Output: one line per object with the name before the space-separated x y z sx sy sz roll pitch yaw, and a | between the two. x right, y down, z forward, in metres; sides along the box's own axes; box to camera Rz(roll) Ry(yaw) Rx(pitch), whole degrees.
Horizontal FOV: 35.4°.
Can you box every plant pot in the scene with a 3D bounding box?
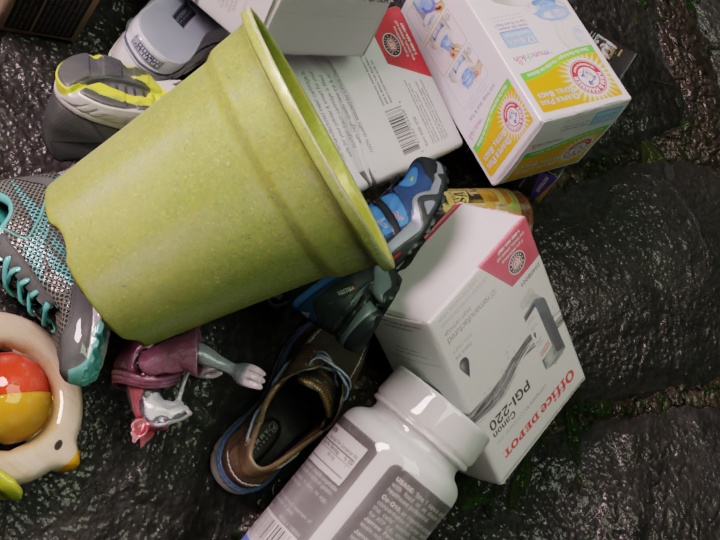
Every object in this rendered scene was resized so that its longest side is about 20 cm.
plant pot | -0.103 -0.046 0.771 0.184 0.200 0.201 -29 93 4

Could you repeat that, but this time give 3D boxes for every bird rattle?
bird rattle | -0.283 0.089 0.815 0.163 0.113 0.201 2 62 -42

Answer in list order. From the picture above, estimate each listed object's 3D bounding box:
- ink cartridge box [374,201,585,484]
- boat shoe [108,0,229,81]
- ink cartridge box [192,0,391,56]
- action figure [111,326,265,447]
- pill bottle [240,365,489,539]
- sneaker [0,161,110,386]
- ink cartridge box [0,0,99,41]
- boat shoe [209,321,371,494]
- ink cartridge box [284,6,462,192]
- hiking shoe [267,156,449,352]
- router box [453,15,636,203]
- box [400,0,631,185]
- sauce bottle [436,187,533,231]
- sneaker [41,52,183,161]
ink cartridge box | 0.105 0.065 0.991 0.146 0.085 0.200 -45 129 -27
boat shoe | -0.163 -0.193 0.958 0.075 0.086 0.202 45 29 -15
ink cartridge box | -0.088 -0.263 0.939 0.200 0.083 0.147 43 31 26
action figure | -0.149 0.035 0.866 0.149 0.134 0.201 27 62 -21
pill bottle | 0.004 0.181 0.889 0.114 0.114 0.200 42 84 -15
sneaker | -0.237 0.004 0.841 0.091 0.078 0.200 -3 49 -21
ink cartridge box | -0.241 -0.307 0.886 0.075 0.165 0.201 2 75 -28
boat shoe | -0.042 0.105 0.946 0.072 0.072 0.200 43 58 -12
ink cartridge box | -0.027 -0.135 1.016 0.200 0.084 0.145 -26 91 -35
hiking shoe | 0.008 -0.032 0.906 0.087 0.074 0.200 30 52 0
router box | 0.167 -0.188 1.138 0.157 0.052 0.200 35 59 4
box | 0.137 -0.194 1.037 0.112 0.101 0.200 -16 68 -29
sauce bottle | 0.070 -0.046 1.061 0.199 0.066 0.066 -3 78 -34
sneaker | -0.154 -0.103 0.880 0.200 0.085 0.075 19 43 -29
